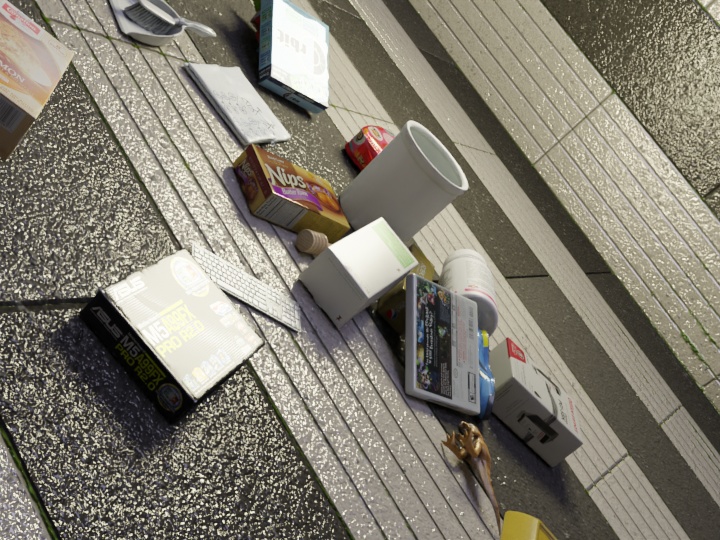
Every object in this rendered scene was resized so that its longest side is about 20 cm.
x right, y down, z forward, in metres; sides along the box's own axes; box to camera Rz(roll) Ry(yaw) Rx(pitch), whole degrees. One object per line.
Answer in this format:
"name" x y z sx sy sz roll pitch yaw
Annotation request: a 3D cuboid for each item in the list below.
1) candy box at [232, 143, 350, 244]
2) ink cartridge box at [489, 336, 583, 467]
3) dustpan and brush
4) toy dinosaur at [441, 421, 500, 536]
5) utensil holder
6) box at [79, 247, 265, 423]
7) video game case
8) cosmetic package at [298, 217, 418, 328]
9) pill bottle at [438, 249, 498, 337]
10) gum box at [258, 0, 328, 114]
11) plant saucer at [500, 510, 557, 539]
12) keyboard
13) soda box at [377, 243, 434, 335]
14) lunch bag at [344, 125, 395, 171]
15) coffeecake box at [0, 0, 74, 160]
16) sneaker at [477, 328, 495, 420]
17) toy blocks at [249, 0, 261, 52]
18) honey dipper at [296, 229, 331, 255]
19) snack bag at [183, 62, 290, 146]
"candy box" -0.114 -0.124 1.528 0.198 0.056 0.118 24 33 -49
"ink cartridge box" 0.320 0.246 1.712 0.200 0.083 0.148 42 23 -15
"dustpan and brush" -0.339 -0.437 1.595 0.198 0.057 0.141 20 36 -51
"toy dinosaur" 0.186 0.295 1.419 0.106 0.060 0.202 38 25 -28
"utensil holder" 0.080 -0.155 1.749 0.169 0.200 0.171 38 25 -22
"box" -0.211 0.068 1.061 0.161 0.044 0.200 50 22 1
"video game case" 0.139 0.126 1.533 0.180 0.023 0.204 24 59 -42
"cosmetic package" 0.000 0.000 1.472 0.108 0.085 0.200 50 30 3
"pill bottle" 0.209 0.046 1.783 0.113 0.113 0.201 41 24 -17
"gum box" -0.137 -0.453 1.904 0.168 0.044 0.205 20 61 -45
"plant saucer" 0.287 0.469 1.351 0.200 0.048 0.200 48 22 -3
"keyboard" -0.157 0.026 1.270 0.198 0.011 0.057 33 28 -35
"soda box" 0.084 0.030 1.635 0.064 0.068 0.201 44 23 -12
"lunch bag" 0.060 -0.219 1.965 0.201 0.082 0.176 53 23 7
"coffeecake box" -0.444 -0.247 1.087 0.153 0.073 0.202 37 25 -24
"sneaker" 0.195 0.182 1.631 0.077 0.067 0.203 9 44 -10
"toy blocks" -0.174 -0.494 1.970 0.201 0.099 0.138 51 33 -21
"honey dipper" -0.040 -0.037 1.555 0.199 0.038 0.038 12 42 -59
"snack bag" -0.216 -0.307 1.671 0.190 0.021 0.199 52 22 7
